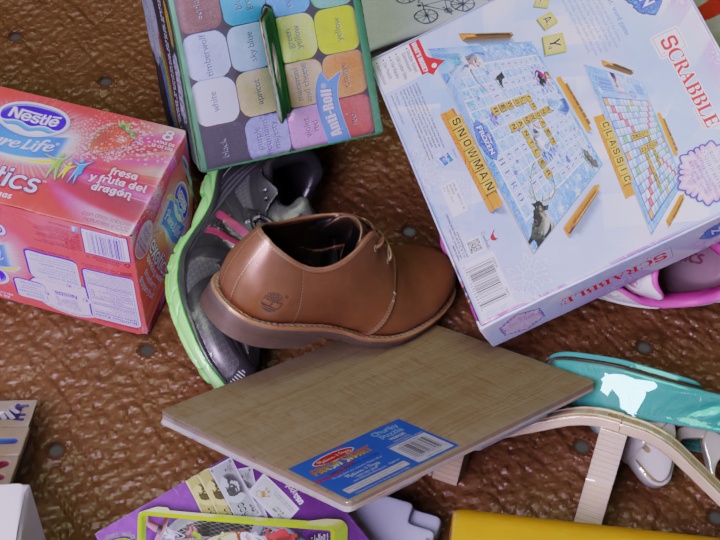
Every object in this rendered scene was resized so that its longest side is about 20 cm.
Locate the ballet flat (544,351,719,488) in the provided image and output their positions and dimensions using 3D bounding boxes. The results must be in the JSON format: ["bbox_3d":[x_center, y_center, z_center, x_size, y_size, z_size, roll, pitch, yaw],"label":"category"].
[{"bbox_3d":[0.198,0.097,0.833,0.199,0.067,0.071,9,70,9],"label":"ballet flat"}]

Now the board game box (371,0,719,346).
[{"bbox_3d":[0.130,-0.085,0.872,0.199,0.041,0.201,-25,66,9],"label":"board game box"}]

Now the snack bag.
[{"bbox_3d":[0.020,-0.252,1.139,0.188,0.021,0.200,-22,55,-18],"label":"snack bag"}]

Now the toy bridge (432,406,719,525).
[{"bbox_3d":[0.137,0.114,0.811,0.199,0.068,0.027,17,16,13],"label":"toy bridge"}]

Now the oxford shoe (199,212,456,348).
[{"bbox_3d":[0.000,0.000,0.845,0.199,0.071,0.071,-5,43,-51],"label":"oxford shoe"}]

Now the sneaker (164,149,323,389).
[{"bbox_3d":[-0.066,-0.009,0.892,0.083,0.077,0.201,-14,47,25],"label":"sneaker"}]

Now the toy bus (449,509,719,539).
[{"bbox_3d":[0.143,0.178,0.753,0.199,0.079,0.065,6,51,4],"label":"toy bus"}]

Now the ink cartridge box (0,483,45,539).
[{"bbox_3d":[-0.233,0.191,0.701,0.199,0.129,0.126,-1,51,-2],"label":"ink cartridge box"}]

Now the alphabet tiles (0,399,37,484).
[{"bbox_3d":[-0.288,0.100,0.804,0.199,0.006,0.167,-1,23,-2],"label":"alphabet tiles"}]

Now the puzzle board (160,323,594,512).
[{"bbox_3d":[0.012,0.077,0.803,0.199,0.018,0.150,-20,27,-41],"label":"puzzle board"}]

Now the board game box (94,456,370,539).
[{"bbox_3d":[-0.036,0.183,0.735,0.120,0.032,0.200,-25,55,-25],"label":"board game box"}]

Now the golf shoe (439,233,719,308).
[{"bbox_3d":[0.149,-0.016,0.898,0.199,0.076,0.092,3,13,3],"label":"golf shoe"}]

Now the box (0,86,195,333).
[{"bbox_3d":[-0.213,-0.045,0.914,0.199,0.103,0.095,14,51,11],"label":"box"}]

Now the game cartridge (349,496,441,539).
[{"bbox_3d":[-0.047,0.199,0.760,0.133,0.041,0.201,18,52,8],"label":"game cartridge"}]

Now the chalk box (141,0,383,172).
[{"bbox_3d":[-0.063,-0.142,0.925,0.123,0.126,0.200,-13,18,-12],"label":"chalk box"}]

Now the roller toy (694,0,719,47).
[{"bbox_3d":[0.188,-0.170,1.000,0.199,0.140,0.183,-6,50,-5],"label":"roller toy"}]
